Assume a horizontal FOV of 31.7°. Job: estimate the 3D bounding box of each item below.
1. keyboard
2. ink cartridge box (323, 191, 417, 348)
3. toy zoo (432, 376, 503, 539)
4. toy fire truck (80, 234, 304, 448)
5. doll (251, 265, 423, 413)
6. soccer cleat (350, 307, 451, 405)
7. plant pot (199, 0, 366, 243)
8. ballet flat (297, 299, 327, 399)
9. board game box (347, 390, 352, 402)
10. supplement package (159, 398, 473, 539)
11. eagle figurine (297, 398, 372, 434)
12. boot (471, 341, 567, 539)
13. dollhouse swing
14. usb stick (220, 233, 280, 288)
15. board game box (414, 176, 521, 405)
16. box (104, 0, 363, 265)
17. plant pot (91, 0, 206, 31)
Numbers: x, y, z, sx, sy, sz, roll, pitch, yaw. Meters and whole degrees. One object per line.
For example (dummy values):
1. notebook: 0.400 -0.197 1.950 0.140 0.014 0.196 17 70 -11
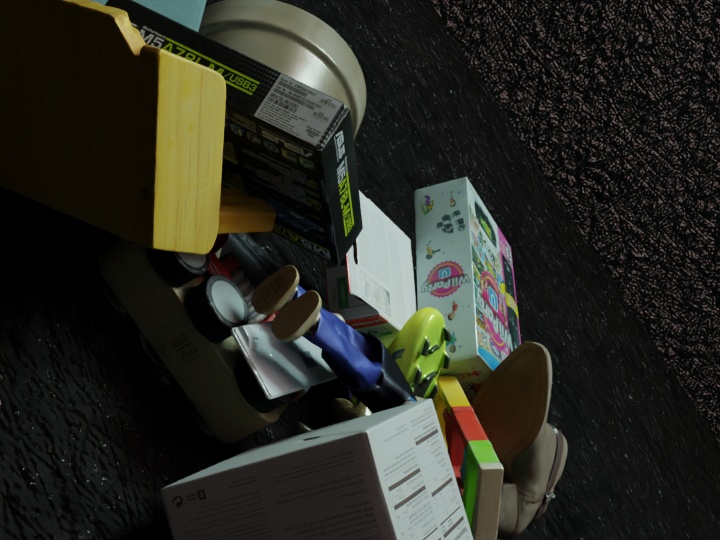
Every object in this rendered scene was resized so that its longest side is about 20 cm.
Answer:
1. keyboard: -0.045 0.062 0.973 0.057 0.011 0.200 66 17 6
2. ink cartridge box: 0.000 0.000 1.126 0.200 0.050 0.110 38 44 -65
3. toy zoo: 0.086 0.182 1.126 0.200 0.020 0.132 -114 -155 -66
4. toy fire truck: -0.116 0.027 1.021 0.176 0.128 0.200 55 28 -9
5. doll: 0.000 0.072 0.962 0.200 0.048 0.136 45 1 -38
6. soccer cleat: 0.024 0.107 1.145 0.084 0.201 0.065 35 42 24
7. plant pot: -0.105 -0.123 1.184 0.200 0.199 0.174 47 37 -30
8. ballet flat: -0.056 0.061 1.165 0.072 0.072 0.201 53 19 -15
9. board game box: 0.004 0.050 1.269 0.200 0.039 0.159 -92 174 -60
10. supplement package: -0.011 0.210 0.849 0.151 0.151 0.201 -8 80 -71
11. eagle figurine: 0.013 0.207 1.067 0.152 0.150 0.201 -40 139 -34
12. boot: 0.159 0.163 1.214 0.070 0.201 0.146 29 11 32
13. dollhouse swing: -0.159 -0.114 0.886 0.199 0.183 0.176 21 28 29
14. usb stick: -0.137 -0.037 1.128 0.200 0.055 0.033 49 29 -31
15. board game box: 0.108 0.033 1.258 0.148 0.064 0.201 48 34 -51
16. box: -0.096 -0.100 0.950 0.199 0.048 0.193 27 -17 15
17. plant pot: -0.214 -0.313 0.983 0.195 0.201 0.196 9 22 -47
